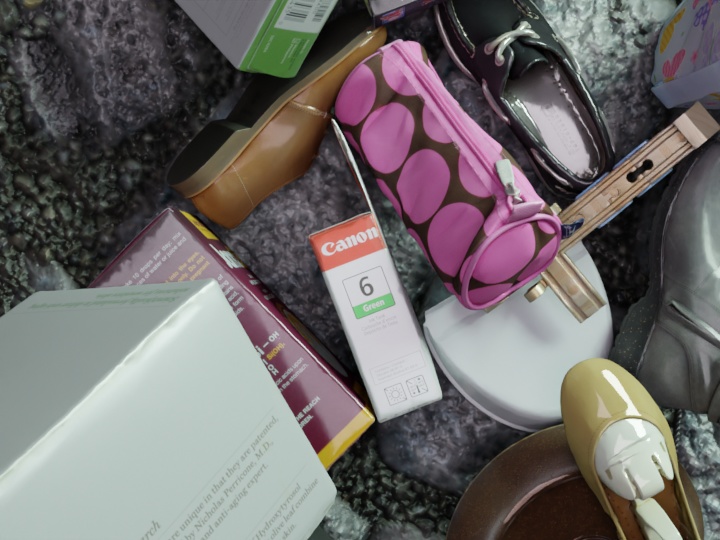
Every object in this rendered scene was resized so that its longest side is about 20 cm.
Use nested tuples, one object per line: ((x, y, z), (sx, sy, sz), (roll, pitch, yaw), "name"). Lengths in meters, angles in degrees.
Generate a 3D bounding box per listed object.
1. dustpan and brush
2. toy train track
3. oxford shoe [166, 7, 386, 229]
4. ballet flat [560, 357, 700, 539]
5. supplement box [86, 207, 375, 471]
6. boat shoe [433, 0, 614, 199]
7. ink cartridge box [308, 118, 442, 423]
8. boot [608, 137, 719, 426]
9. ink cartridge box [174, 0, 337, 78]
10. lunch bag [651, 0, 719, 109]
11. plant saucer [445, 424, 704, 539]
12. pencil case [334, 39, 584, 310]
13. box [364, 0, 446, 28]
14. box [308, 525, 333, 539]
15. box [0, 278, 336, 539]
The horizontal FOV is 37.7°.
((0.147, 0.090, 0.779), (0.139, 0.057, 0.200), (-29, 83, -8), "dustpan and brush")
((0.154, -0.039, 0.711), (0.200, 0.033, 0.115), (-40, 87, 17), "toy train track")
((-0.049, -0.113, 0.779), (0.200, 0.071, 0.071), (-44, 120, -1), "oxford shoe")
((0.193, 0.150, 0.701), (0.069, 0.063, 0.200), (-27, 105, -3), "ballet flat")
((-0.086, 0.056, 0.749), (0.086, 0.110, 0.200), (-45, 90, 1), "supplement box")
((0.118, -0.141, 0.760), (0.074, 0.060, 0.200), (-28, 90, 1), "boat shoe")
((0.000, 0.000, 0.747), (0.050, 0.109, 0.200), (-22, 90, 2), "ink cartridge box")
((0.264, 0.014, 0.730), (0.131, 0.070, 0.201), (17, 92, 37), "boot")
((-0.097, -0.238, 0.738), (0.200, 0.059, 0.104), (49, 120, 25), "ink cartridge box")
((0.303, -0.179, 0.710), (0.200, 0.170, 0.127), (-38, 93, -2), "lunch bag")
((0.160, 0.209, 0.759), (0.200, 0.034, 0.201), (-2, 102, -8), "plant saucer")
((0.056, -0.073, 0.710), (0.091, 0.094, 0.200), (-25, 55, -15), "pencil case")
((0.078, -0.269, 0.724), (0.200, 0.038, 0.137), (-21, 89, 1), "box")
((-0.072, 0.292, 0.732), (0.124, 0.149, 0.200), (44, 91, 1), "box")
((-0.167, 0.130, 0.622), (0.200, 0.199, 0.172), (-48, 121, -38), "box")
